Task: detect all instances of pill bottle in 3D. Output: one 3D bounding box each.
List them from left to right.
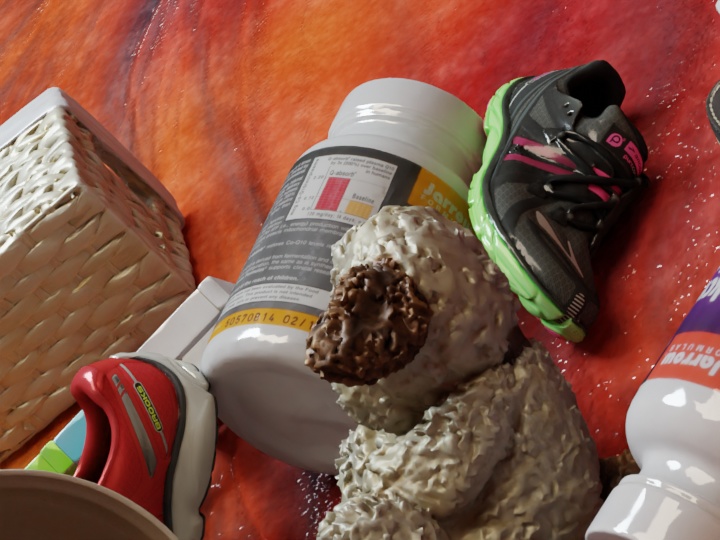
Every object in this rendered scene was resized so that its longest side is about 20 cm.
[{"bbox_3d":[0.000,0.000,1.252,0.116,0.116,0.200,-13,42,42],"label":"pill bottle"},{"bbox_3d":[0.180,0.052,0.969,0.111,0.111,0.200,9,58,55],"label":"pill bottle"}]

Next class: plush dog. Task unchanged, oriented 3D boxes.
[{"bbox_3d":[0.041,0.052,1.061,0.160,0.172,0.200,-23,10,9],"label":"plush dog"}]

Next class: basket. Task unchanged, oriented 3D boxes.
[{"bbox_3d":[-0.216,0.008,1.490,0.200,0.136,0.123,-40,32,7],"label":"basket"}]

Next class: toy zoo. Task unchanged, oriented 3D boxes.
[{"bbox_3d":[-0.112,0.074,1.303,0.020,0.131,0.200,42,84,17],"label":"toy zoo"}]

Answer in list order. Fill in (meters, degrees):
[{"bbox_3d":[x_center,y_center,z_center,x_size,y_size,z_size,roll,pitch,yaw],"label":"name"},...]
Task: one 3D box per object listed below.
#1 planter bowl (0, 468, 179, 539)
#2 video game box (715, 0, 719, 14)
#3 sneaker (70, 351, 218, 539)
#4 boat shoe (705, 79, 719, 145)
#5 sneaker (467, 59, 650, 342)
[{"bbox_3d":[-0.163,0.199,1.092,0.200,0.200,0.135,-52,1,-15],"label":"planter bowl"},{"bbox_3d":[0.258,-0.058,0.950,0.047,0.182,0.200,-63,22,24],"label":"video game box"},{"bbox_3d":[-0.129,0.141,1.198,0.077,0.085,0.200,0,86,64],"label":"sneaker"},{"bbox_3d":[0.221,-0.070,1.121,0.073,0.065,0.200,-47,29,-3],"label":"boat shoe"},{"bbox_3d":[0.108,-0.046,1.222,0.084,0.077,0.200,-27,37,25],"label":"sneaker"}]
